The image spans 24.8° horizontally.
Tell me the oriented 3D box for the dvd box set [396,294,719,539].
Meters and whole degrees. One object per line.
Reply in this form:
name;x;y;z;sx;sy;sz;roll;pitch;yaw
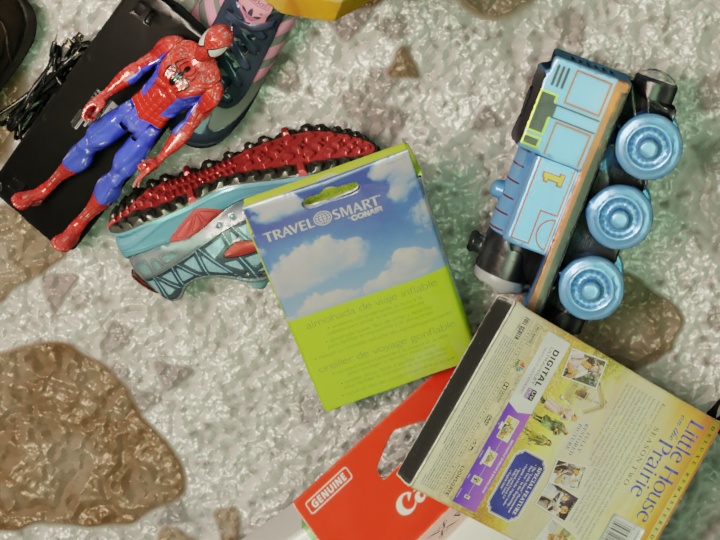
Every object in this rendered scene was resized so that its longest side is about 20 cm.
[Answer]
dvd box set;0.142;0.124;1.144;0.200;0.029;0.147;29;91;-24

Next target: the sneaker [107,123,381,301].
sneaker;-0.072;-0.038;1.162;0.200;0.079;0.096;-17;120;8

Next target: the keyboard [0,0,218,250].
keyboard;-0.184;-0.116;1.146;0.104;0.040;0.200;42;112;1

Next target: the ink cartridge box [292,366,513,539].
ink cartridge box;0.075;0.173;1.166;0.200;0.044;0.174;-40;104;-28

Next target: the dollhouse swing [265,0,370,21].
dollhouse swing;-0.011;-0.277;0.999;0.200;0.176;0.182;39;122;18

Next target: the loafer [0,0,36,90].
loafer;-0.301;-0.112;1.125;0.073;0.071;0.200;31;98;11

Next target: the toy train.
toy train;0.150;-0.055;1.147;0.114;0.087;0.200;21;105;4

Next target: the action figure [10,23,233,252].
action figure;-0.153;-0.094;1.099;0.200;0.052;0.065;-43;87;21

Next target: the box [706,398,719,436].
box;0.349;0.113;1.126;0.124;0.200;0.149;38;101;-9

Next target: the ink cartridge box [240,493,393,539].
ink cartridge box;-0.043;0.263;1.216;0.200;0.088;0.145;-37;101;5

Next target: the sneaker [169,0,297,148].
sneaker;-0.081;-0.172;1.114;0.070;0.082;0.200;25;102;-7

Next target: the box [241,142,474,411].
box;0.000;0.000;1.129;0.122;0.048;0.200;-20;130;1
